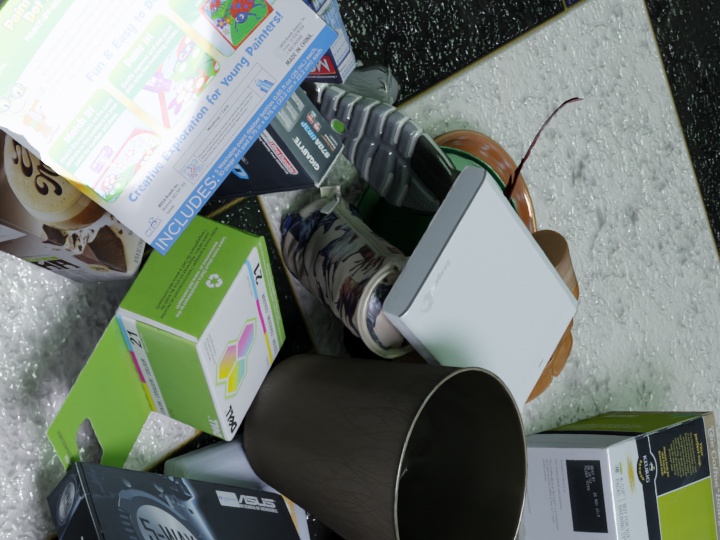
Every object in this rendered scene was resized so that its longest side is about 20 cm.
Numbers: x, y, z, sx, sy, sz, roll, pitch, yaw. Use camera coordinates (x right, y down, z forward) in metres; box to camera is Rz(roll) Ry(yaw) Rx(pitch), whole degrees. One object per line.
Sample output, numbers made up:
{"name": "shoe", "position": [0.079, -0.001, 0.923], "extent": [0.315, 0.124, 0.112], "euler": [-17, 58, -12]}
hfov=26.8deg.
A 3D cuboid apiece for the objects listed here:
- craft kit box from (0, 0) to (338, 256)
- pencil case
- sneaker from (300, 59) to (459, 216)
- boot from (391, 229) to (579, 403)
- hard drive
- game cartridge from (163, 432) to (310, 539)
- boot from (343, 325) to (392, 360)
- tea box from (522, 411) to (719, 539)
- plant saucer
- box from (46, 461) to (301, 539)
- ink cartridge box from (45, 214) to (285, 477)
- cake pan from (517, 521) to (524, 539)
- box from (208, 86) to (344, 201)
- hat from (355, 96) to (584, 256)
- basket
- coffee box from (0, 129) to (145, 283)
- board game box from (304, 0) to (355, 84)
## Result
{"name": "craft kit box", "position": [-0.147, -0.146, 1.013], "extent": [0.197, 0.048, 0.201], "euler": [40, 90, -32]}
{"name": "pencil case", "position": [0.000, 0.000, 1.228], "extent": [0.077, 0.200, 0.091], "euler": [-13, 113, -18]}
{"name": "sneaker", "position": [0.024, -0.130, 1.291], "extent": [0.115, 0.199, 0.076], "euler": [-34, 155, -51]}
{"name": "boot", "position": [0.115, 0.070, 1.327], "extent": [0.200, 0.076, 0.156], "euler": [-44, 147, -22]}
{"name": "hard drive", "position": [0.099, 0.028, 1.188], "extent": [0.133, 0.026, 0.200], "euler": [-59, 140, -15]}
{"name": "game cartridge", "position": [-0.096, 0.239, 1.222], "extent": [0.132, 0.041, 0.203], "euler": [-17, 98, -49]}
{"name": "boot", "position": [0.023, 0.143, 1.319], "extent": [0.212, 0.079, 0.158], "euler": [56, 51, -26]}
{"name": "tea box", "position": [0.262, 0.255, 1.512], "extent": [0.195, 0.133, 0.203], "euler": [-7, 92, -44]}
{"name": "plant saucer", "position": [0.096, -0.032, 1.439], "extent": [0.199, 0.037, 0.203], "euler": [4, 84, -46]}
{"name": "box", "position": [-0.115, 0.225, 1.087], "extent": [0.199, 0.044, 0.161], "euler": [18, 34, -41]}
{"name": "ink cartridge box", "position": [-0.138, 0.082, 1.120], "extent": [0.149, 0.075, 0.201], "euler": [82, 30, -56]}
{"name": "cake pan", "position": [0.052, 0.266, 1.290], "extent": [0.199, 0.037, 0.202], "euler": [-26, 143, -22]}
{"name": "box", "position": [-0.127, -0.141, 1.138], "extent": [0.201, 0.158, 0.046], "euler": [52, 55, -29]}
{"name": "hat", "position": [0.089, -0.032, 1.277], "extent": [0.163, 0.176, 0.203], "euler": [-8, 94, -15]}
{"name": "basket", "position": [0.012, 0.142, 1.161], "extent": [0.135, 0.199, 0.183], "euler": [-16, 110, -38]}
{"name": "coffee box", "position": [-0.243, -0.077, 1.069], "extent": [0.199, 0.079, 0.115], "euler": [25, 70, -41]}
{"name": "board game box", "position": [-0.092, -0.208, 1.186], "extent": [0.062, 0.198, 0.201], "euler": [-52, 135, -33]}
